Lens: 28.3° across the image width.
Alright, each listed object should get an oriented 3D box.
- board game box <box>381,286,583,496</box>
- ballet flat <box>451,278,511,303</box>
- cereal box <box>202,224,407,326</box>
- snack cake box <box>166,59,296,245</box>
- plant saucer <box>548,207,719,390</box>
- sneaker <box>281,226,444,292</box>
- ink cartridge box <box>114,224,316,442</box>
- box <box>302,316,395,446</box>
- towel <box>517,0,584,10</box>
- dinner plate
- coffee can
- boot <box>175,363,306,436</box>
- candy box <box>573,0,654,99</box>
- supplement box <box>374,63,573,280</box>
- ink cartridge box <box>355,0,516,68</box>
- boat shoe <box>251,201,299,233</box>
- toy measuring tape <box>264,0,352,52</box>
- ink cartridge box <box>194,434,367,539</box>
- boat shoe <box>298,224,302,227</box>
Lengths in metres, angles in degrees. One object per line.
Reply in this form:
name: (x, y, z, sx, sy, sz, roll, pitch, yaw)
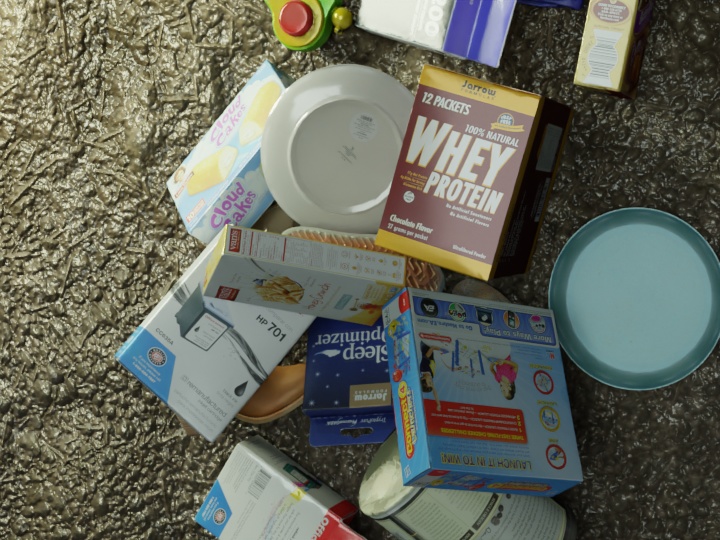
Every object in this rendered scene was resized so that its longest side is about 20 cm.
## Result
board game box: (0.127, 0.129, 1.499, 0.056, 0.198, 0.199, -39, 49, 49)
ballet flat: (0.169, 0.092, 1.622, 0.068, 0.067, 0.201, -40, 79, 12)
cereal box: (-0.062, 0.008, 1.526, 0.197, 0.144, 0.040, 9, 69, -11)
snack cake box: (-0.134, -0.134, 1.689, 0.200, 0.067, 0.115, -49, 40, 14)
plant saucer: (0.309, 0.031, 1.594, 0.197, 0.027, 0.204, 1, 92, 19)
sneaker: (0.000, 0.000, 1.650, 0.197, 0.080, 0.072, 14, 71, 4)
ink cartridge box: (-0.161, 0.070, 1.619, 0.146, 0.086, 0.201, 41, 81, -7)
box: (-0.004, 0.101, 1.657, 0.119, 0.032, 0.203, -6, 65, 18)
towel: (0.202, -0.402, 1.607, 0.146, 0.049, 0.203, 14, 98, 14)
dinner plate: (-0.015, -0.131, 1.612, 0.197, 0.024, 0.203, -1, 108, -2)
coffee can: (0.118, 0.262, 1.563, 0.199, 0.147, 0.146, 40, 105, -17)
boot: (-0.154, 0.103, 1.701, 0.197, 0.077, 0.157, -14, 111, 19)
candy box: (0.284, -0.292, 1.544, 0.056, 0.116, 0.203, 11, 96, 18)
supplement box: (0.129, -0.105, 1.559, 0.131, 0.200, 0.200, 18, 97, 17)
ink cartridge box: (0.096, -0.348, 1.605, 0.198, 0.043, 0.201, 22, 102, 38)
boat shoe: (-0.142, -0.001, 1.723, 0.074, 0.069, 0.201, 41, 104, 12)
toy measuring tape: (-0.103, -0.299, 1.701, 0.197, 0.073, 0.075, 8, 95, 18)
ink cartridge box: (-0.085, 0.305, 1.715, 0.199, 0.067, 0.117, 35, 103, 14)
boat shoe: (-0.001, -0.082, 1.672, 0.072, 0.072, 0.201, 41, 108, 4)
